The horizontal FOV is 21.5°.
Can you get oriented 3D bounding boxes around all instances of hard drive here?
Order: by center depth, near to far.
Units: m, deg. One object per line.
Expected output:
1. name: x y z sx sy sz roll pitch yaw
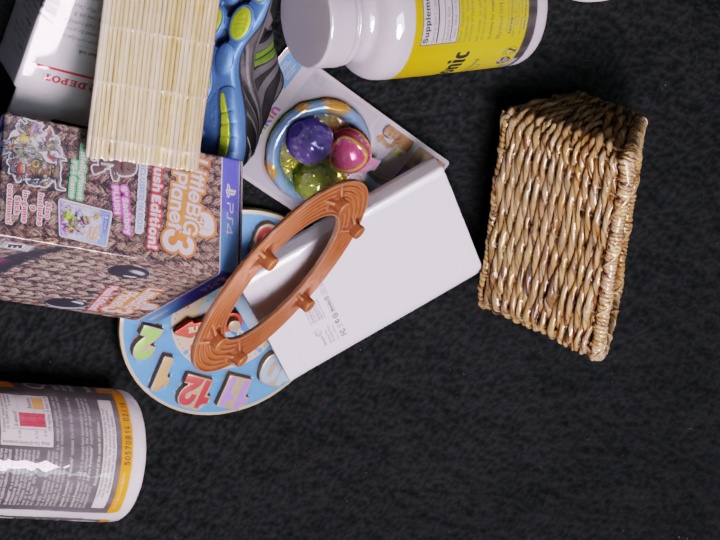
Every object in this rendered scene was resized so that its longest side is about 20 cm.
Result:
1. hard drive: 0.000 0.000 1.651 0.199 0.027 0.132 -30 133 -5

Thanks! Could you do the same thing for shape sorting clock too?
1. shape sorting clock: -0.115 0.039 1.661 0.199 0.039 0.201 -12 124 -18

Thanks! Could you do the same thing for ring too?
1. ring: -0.060 0.009 1.521 0.200 0.019 0.201 -44 164 -16

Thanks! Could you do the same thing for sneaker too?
1. sneaker: -0.100 -0.176 1.526 0.070 0.083 0.201 12 105 16

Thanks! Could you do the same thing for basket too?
1. basket: 0.208 -0.042 1.666 0.142 0.149 0.201 -15 119 -43

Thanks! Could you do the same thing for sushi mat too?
1. sushi mat: -0.150 -0.177 1.414 0.095 0.012 0.201 4 98 -29

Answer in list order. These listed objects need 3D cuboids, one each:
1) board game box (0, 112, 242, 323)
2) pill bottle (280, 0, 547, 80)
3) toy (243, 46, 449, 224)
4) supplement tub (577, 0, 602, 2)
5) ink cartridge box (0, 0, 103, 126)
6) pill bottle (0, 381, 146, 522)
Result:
1. board game box: -0.215 -0.036 1.483 0.199 0.159 0.097 10 70 -29
2. pill bottle: 0.041 -0.211 1.519 0.199 0.111 0.112 -9 123 -30
3. toy: -0.019 -0.089 1.622 0.200 0.047 0.115 32 101 -36
4. supplement tub: 0.172 -0.327 1.513 0.132 0.132 0.200 -35 127 -2
5. ink cartridge box: -0.204 -0.193 1.462 0.115 0.067 0.201 12 113 -31
6. pill bottle: -0.290 0.151 1.601 0.199 0.116 0.117 7 116 -28
